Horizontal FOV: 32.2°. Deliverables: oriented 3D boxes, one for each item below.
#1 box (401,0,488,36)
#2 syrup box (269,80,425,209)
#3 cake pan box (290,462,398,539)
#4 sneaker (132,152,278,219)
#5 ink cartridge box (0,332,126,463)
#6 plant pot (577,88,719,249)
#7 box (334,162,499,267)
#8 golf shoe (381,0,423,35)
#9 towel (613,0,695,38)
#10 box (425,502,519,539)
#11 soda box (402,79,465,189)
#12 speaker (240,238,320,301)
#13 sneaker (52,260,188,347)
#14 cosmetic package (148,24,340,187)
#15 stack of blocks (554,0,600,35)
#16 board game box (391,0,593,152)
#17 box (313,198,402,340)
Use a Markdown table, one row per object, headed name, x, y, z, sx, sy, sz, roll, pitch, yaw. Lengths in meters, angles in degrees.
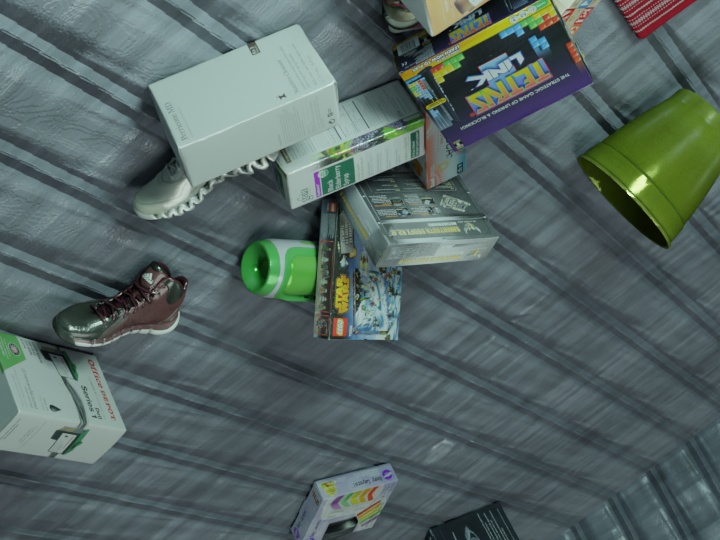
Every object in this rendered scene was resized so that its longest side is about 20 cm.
| name | x | y | z | sx | sy | sz | roll | pitch | yaw |
| --- | --- | --- | --- | --- | --- | --- | --- | --- | --- |
| box | 0.122 | -0.387 | 1.383 | 0.199 | 0.107 | 0.152 | -34 | 152 | -4 |
| syrup box | -0.020 | -0.165 | 1.635 | 0.199 | 0.082 | 0.079 | -24 | 149 | -12 |
| cake pan box | -0.035 | 0.488 | 2.586 | 0.183 | 0.052 | 0.201 | -6 | 142 | -29 |
| sneaker | -0.203 | -0.136 | 1.552 | 0.199 | 0.075 | 0.081 | -31 | 135 | -1 |
| ink cartridge box | -0.438 | 0.177 | 1.724 | 0.084 | 0.147 | 0.200 | -43 | 147 | 19 |
| plant pot | 0.478 | -0.172 | 1.947 | 0.193 | 0.200 | 0.200 | -44 | 148 | 1 |
| box | 0.076 | -0.083 | 1.757 | 0.199 | 0.159 | 0.048 | -5 | 142 | -35 |
| golf shoe | 0.120 | -0.341 | 1.514 | 0.199 | 0.073 | 0.092 | -14 | 153 | -6 |
| towel | 0.407 | -0.406 | 1.695 | 0.144 | 0.023 | 0.200 | -36 | 146 | 14 |
| box | 0.274 | 0.673 | 3.006 | 0.199 | 0.148 | 0.105 | -17 | 147 | -18 |
| soda box | 0.101 | -0.203 | 1.694 | 0.068 | 0.064 | 0.200 | -26 | 149 | -13 |
| speaker | -0.074 | 0.000 | 1.823 | 0.199 | 0.089 | 0.089 | 3 | 136 | -41 |
| sneaker | -0.320 | 0.034 | 1.700 | 0.199 | 0.076 | 0.116 | -10 | 140 | -46 |
| cosmetic package | -0.136 | -0.195 | 1.472 | 0.199 | 0.113 | 0.081 | -25 | 148 | -11 |
| stack of blocks | 0.234 | -0.323 | 1.605 | 0.115 | 0.059 | 0.200 | -20 | 153 | -53 |
| board game box | 0.163 | -0.251 | 1.528 | 0.199 | 0.057 | 0.165 | -26 | 137 | 17 |
| box | 0.000 | 0.000 | 1.806 | 0.136 | 0.202 | 0.040 | 4 | -179 | -42 |
